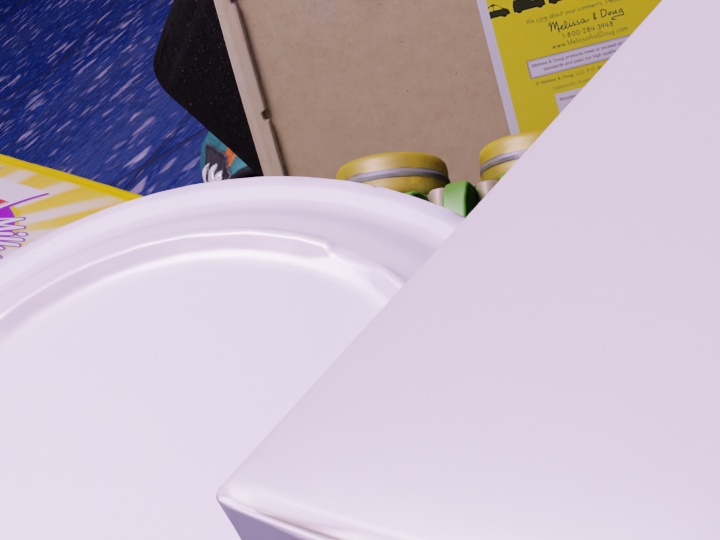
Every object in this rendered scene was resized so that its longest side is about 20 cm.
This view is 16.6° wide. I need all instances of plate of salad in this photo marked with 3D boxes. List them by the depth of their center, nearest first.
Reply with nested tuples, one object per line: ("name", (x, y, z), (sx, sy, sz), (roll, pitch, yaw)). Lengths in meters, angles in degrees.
("plate of salad", (-0.038, 0.059, 0.565), (0.199, 0.048, 0.201), (-10, 48, 11))

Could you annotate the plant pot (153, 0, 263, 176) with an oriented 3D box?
("plant pot", (0.047, -0.103, 0.831), (0.177, 0.199, 0.200), (-43, 10, 35))

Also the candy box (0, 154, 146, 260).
("candy box", (-0.153, 0.010, 0.687), (0.102, 0.027, 0.199), (19, 30, 38))

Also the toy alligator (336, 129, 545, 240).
("toy alligator", (0.000, 0.000, 0.636), (0.199, 0.060, 0.054), (-8, -14, 14))

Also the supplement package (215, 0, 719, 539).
("supplement package", (0.098, 0.020, 0.390), (0.119, 0.122, 0.200), (12, 49, 44))

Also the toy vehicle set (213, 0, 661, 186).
("toy vehicle set", (0.061, -0.080, 0.691), (0.199, 0.125, 0.027), (-13, 17, 6))

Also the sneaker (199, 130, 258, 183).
("sneaker", (-0.035, -0.033, 1.026), (0.080, 0.072, 0.200), (-40, 15, -18))
